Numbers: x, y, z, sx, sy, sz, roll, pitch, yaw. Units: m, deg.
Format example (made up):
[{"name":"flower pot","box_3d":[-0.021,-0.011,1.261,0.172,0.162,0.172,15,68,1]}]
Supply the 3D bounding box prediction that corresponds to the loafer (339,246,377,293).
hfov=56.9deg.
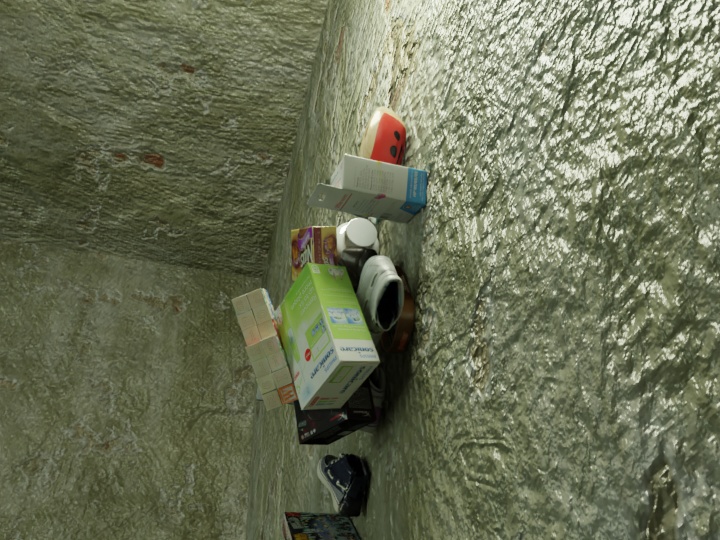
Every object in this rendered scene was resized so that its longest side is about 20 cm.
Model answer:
[{"name":"loafer","box_3d":[0.000,0.000,1.320,0.074,0.070,0.201,-60,-15,-21]}]

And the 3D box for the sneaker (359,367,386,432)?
[{"name":"sneaker","box_3d":[0.003,0.218,1.301,0.200,0.071,0.117,37,114,63]}]

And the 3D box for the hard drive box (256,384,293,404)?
[{"name":"hard drive box","box_3d":[-0.152,0.283,1.596,0.200,0.152,0.078,75,-159,-79]}]

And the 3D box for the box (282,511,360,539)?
[{"name":"box","box_3d":[-0.071,0.517,1.263,0.200,0.134,0.041,-171,87,-76]}]

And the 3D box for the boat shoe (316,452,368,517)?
[{"name":"boat shoe","box_3d":[-0.031,0.401,1.336,0.200,0.073,0.094,36,110,66]}]

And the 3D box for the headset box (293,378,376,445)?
[{"name":"headset box","box_3d":[-0.059,0.204,1.242,0.148,0.076,0.203,-34,56,39]}]

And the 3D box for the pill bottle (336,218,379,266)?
[{"name":"pill bottle","box_3d":[-0.024,-0.032,1.463,0.201,0.109,0.113,121,154,-57]}]

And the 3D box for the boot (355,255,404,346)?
[{"name":"boot","box_3d":[0.022,0.082,1.135,0.096,0.072,0.204,-120,37,-60]}]

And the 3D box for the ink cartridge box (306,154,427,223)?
[{"name":"ink cartridge box","box_3d":[0.010,-0.148,1.202,0.115,0.196,0.069,140,137,-69]}]

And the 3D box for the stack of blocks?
[{"name":"stack of blocks","box_3d":[-0.167,0.138,1.186,0.115,0.058,0.204,110,140,-85]}]

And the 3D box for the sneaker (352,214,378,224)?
[{"name":"sneaker","box_3d":[-0.010,-0.167,1.528,0.200,0.089,0.079,-125,47,-71]}]

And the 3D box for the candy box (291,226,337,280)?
[{"name":"candy box","box_3d":[-0.102,-0.033,1.441,0.200,0.055,0.119,-175,83,-72]}]

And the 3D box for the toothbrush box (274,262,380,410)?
[{"name":"toothbrush box","box_3d":[-0.062,0.112,1.136,0.146,0.085,0.202,-52,47,38]}]

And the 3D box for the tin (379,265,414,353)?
[{"name":"tin","box_3d":[0.057,0.069,1.218,0.201,0.041,0.113,-104,30,-57]}]

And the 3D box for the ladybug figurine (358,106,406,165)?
[{"name":"ladybug figurine","box_3d":[0.044,-0.233,1.323,0.136,0.071,0.203,73,-150,-62]}]
